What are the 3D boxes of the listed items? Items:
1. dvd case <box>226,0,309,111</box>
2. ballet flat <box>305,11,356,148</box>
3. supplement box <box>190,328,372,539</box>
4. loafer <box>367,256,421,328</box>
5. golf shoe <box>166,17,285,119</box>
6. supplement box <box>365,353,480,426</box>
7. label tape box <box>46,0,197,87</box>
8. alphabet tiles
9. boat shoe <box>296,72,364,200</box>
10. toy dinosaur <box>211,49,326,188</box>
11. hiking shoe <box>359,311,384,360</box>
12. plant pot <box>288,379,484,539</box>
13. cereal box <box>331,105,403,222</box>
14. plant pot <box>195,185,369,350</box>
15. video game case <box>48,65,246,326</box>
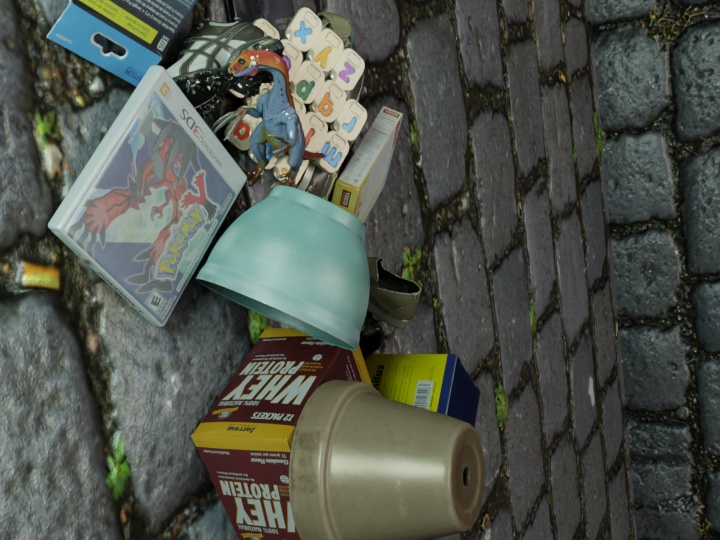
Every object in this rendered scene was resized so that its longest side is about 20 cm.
[{"bbox_3d":[-0.115,-0.270,1.258,0.148,0.016,0.204,-34,119,-60],"label":"dvd case"},{"bbox_3d":[-0.047,-0.269,1.359,0.074,0.067,0.205,10,73,-40],"label":"ballet flat"},{"bbox_3d":[-0.074,0.209,1.178,0.201,0.130,0.200,-57,137,-49],"label":"supplement box"},{"bbox_3d":[0.000,0.000,1.317,0.198,0.070,0.076,29,34,-14],"label":"loafer"},{"bbox_3d":[-0.180,-0.226,1.081,0.199,0.095,0.078,-30,158,-39],"label":"golf shoe"},{"bbox_3d":[0.054,0.190,1.361,0.109,0.196,0.111,54,42,-48],"label":"supplement box"},{"bbox_3d":[-0.225,-0.303,0.965,0.201,0.066,0.143,-54,152,8],"label":"label tape box"},{"bbox_3d":[-0.081,-0.216,1.214,0.199,0.014,0.198,36,77,-32],"label":"alphabet tiles"},{"bbox_3d":[-0.039,-0.182,1.295,0.059,0.071,0.203,29,78,-35],"label":"boat shoe"},{"bbox_3d":[-0.103,-0.178,1.104,0.201,0.103,0.184,-58,165,-53],"label":"toy dinosaur"},{"bbox_3d":[-0.005,0.077,1.361,0.076,0.099,0.204,50,45,-51],"label":"hiking shoe"},{"bbox_3d":[0.040,0.222,1.070,0.199,0.171,0.205,12,76,-61],"label":"plant pot"},{"bbox_3d":[0.002,-0.124,1.390,0.201,0.039,0.146,-63,171,-47],"label":"cereal box"},{"bbox_3d":[-0.070,-0.011,1.094,0.200,0.198,0.136,35,76,-57],"label":"plant pot"},{"bbox_3d":[-0.210,-0.073,1.001,0.202,0.023,0.183,-63,143,-22],"label":"video game case"}]
